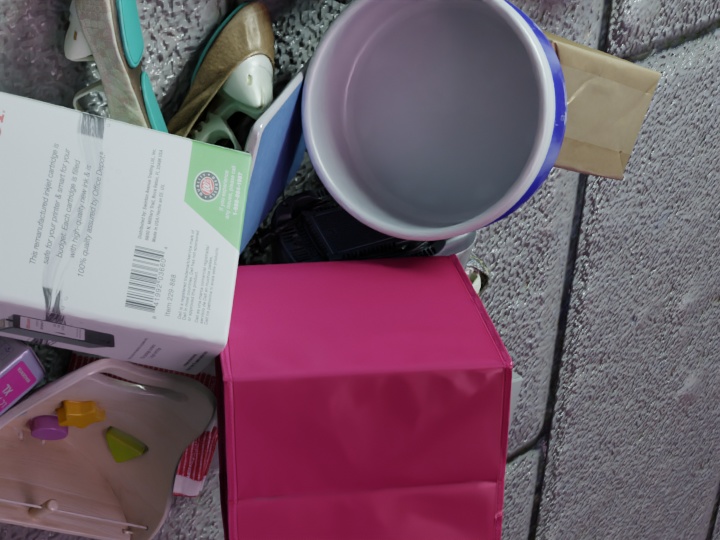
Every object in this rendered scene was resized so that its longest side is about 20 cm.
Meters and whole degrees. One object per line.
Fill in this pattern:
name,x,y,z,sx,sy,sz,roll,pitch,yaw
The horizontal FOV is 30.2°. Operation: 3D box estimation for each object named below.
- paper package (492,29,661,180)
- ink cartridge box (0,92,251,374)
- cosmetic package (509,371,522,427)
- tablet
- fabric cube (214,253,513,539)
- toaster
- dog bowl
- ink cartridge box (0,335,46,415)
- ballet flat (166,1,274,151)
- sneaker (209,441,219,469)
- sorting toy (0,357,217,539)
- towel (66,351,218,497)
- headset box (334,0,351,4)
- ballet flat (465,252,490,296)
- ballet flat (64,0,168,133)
paper package,0.130,-0.167,1.180,0.190,0.200,0.104,4,111,-47
ink cartridge box,-0.187,-0.025,0.911,0.199,0.084,0.147,14,68,-17
cosmetic package,0.063,0.143,1.389,0.199,0.107,0.091,-9,121,-42
tablet,-0.067,-0.098,1.067,0.200,0.014,0.131,-63,172,-58
fabric cube,-0.008,0.117,1.007,0.198,0.196,0.201,-3,113,-9
toaster,0.000,0.000,1.150,0.199,0.114,0.130,-17,140,-21
dog bowl,0.058,-0.126,1.043,0.201,0.199,0.079,-69,163,13
ink cartridge box,-0.330,0.102,0.923,0.200,0.119,0.042,-42,141,-21
ballet flat,-0.113,-0.117,1.050,0.200,0.072,0.068,-54,148,-6
sneaker,-0.063,0.120,1.194,0.088,0.199,0.076,-33,104,-55
sorting toy,-0.207,0.121,1.002,0.200,0.107,0.180,22,136,-41
towel,-0.177,0.099,1.124,0.143,0.023,0.201,11,108,-24
headset box,0.001,-0.319,1.038,0.149,0.077,0.201,-39,139,-22
ballet flat,0.057,0.041,1.344,0.200,0.072,0.072,-34,136,-28
ballet flat,-0.183,-0.144,0.963,0.062,0.068,0.201,-9,116,3
